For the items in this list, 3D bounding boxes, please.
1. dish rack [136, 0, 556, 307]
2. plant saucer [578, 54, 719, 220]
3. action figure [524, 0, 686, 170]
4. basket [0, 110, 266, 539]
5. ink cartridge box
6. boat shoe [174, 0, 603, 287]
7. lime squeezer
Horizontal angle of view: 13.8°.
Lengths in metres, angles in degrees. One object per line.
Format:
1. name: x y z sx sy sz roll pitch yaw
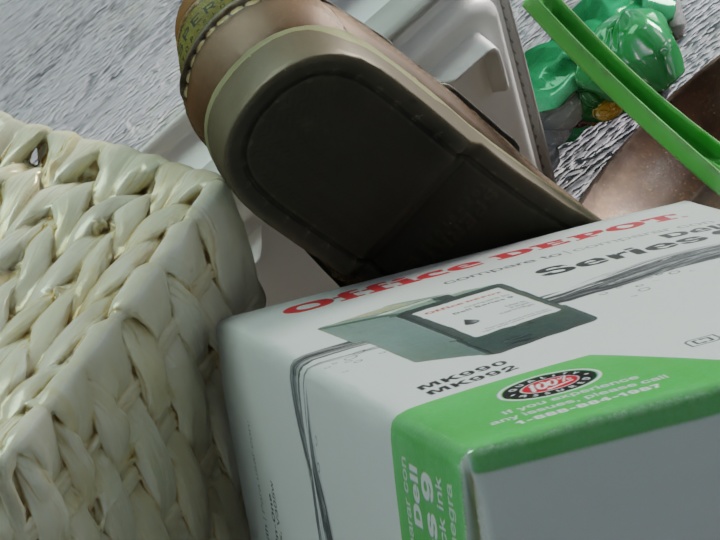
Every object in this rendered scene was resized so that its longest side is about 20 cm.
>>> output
1. dish rack: 0.000 0.000 0.929 0.172 0.200 0.043 -42 57 -15
2. plant saucer: 0.150 -0.040 0.922 0.200 0.035 0.200 -35 17 13
3. action figure: 0.073 -0.063 1.048 0.118 0.055 0.200 -43 4 -11
4. basket: -0.090 0.069 0.817 0.123 0.201 0.136 10 44 28
5. ink cartridge box: 0.061 0.047 0.704 0.145 0.085 0.200 -14 11 -16
6. boat shoe: 0.023 -0.016 0.823 0.072 0.200 0.068 -38 41 4
7. lime squeezer: 0.131 -0.018 0.795 0.199 0.071 0.038 19 58 19
